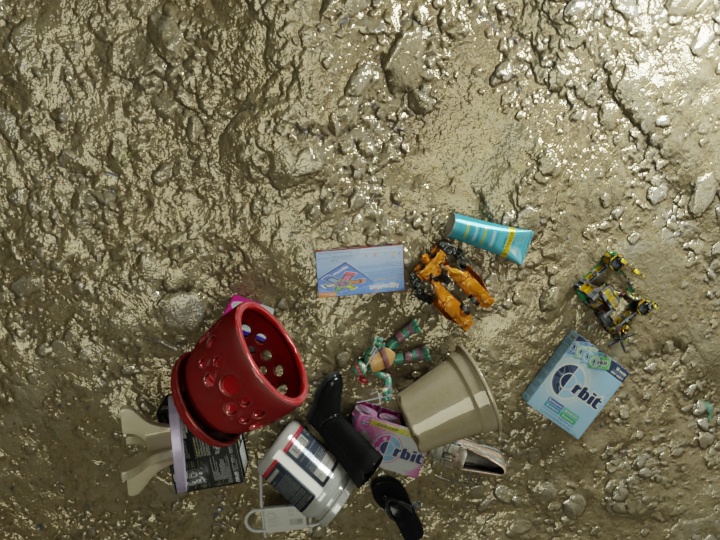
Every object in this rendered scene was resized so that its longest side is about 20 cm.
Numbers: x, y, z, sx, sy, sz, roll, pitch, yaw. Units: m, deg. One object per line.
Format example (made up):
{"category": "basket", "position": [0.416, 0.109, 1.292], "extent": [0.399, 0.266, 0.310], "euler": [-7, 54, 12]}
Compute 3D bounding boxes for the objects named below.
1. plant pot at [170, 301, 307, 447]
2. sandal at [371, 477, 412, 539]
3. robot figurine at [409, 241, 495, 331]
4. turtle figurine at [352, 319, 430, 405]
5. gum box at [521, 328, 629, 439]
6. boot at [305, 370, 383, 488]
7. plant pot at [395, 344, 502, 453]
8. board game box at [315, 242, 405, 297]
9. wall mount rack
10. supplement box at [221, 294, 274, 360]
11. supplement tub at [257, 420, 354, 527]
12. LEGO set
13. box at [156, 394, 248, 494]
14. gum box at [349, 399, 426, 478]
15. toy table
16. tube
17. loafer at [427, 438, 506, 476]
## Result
{"category": "plant pot", "position": [-0.216, 0.184, 0.980], "extent": [0.180, 0.201, 0.203], "euler": [-31, 104, 12]}
{"category": "sandal", "position": [0.098, 0.588, 1.382], "extent": [0.075, 0.043, 0.202], "euler": [-34, 104, 4]}
{"category": "robot figurine", "position": [0.198, 0.032, 1.249], "extent": [0.145, 0.058, 0.200], "euler": [-44, 103, 6]}
{"category": "turtle figurine", "position": [0.053, 0.198, 1.258], "extent": [0.196, 0.101, 0.153], "euler": [-27, 118, -13]}
{"category": "gum box", "position": [0.508, 0.271, 1.337], "extent": [0.168, 0.045, 0.203], "euler": [33, 100, -11]}
{"category": "boot", "position": [-0.026, 0.345, 1.233], "extent": [0.064, 0.200, 0.168], "euler": [-14, 138, -41]}
{"category": "plant pot", "position": [0.180, 0.294, 1.229], "extent": [0.179, 0.201, 0.205], "euler": [-25, 104, -4]}
{"category": "board game box", "position": [0.000, 0.000, 1.246], "extent": [0.193, 0.019, 0.106], "euler": [-4, 102, -3]}
{"category": "wall mount rack", "position": [-0.178, 0.541, 1.339], "extent": [0.193, 0.075, 0.179], "euler": [-4, 107, -4]}
{"category": "supplement box", "position": [-0.246, 0.138, 1.168], "extent": [0.099, 0.200, 0.106], "euler": [19, 103, -8]}
{"category": "supplement tub", "position": [-0.121, 0.453, 1.263], "extent": [0.199, 0.140, 0.141], "euler": [40, 98, 3]}
{"category": "LEGO set", "position": [0.579, 0.068, 1.255], "extent": [0.151, 0.116, 0.203], "euler": [-30, 104, 3]}
{"category": "box", "position": [-0.352, 0.380, 1.276], "extent": [0.158, 0.086, 0.206], "euler": [-9, 104, -2]}
{"category": "gum box", "position": [0.058, 0.392, 1.320], "extent": [0.195, 0.066, 0.116], "euler": [19, 102, -8]}
{"category": "toy table", "position": [-0.418, 0.361, 1.142], "extent": [0.113, 0.183, 0.207], "euler": [-5, 92, -18]}
{"category": "tube", "position": [0.283, -0.074, 1.240], "extent": [0.194, 0.051, 0.079], "euler": [15, 109, -13]}
{"category": "loafer", "position": [0.256, 0.447, 1.350], "extent": [0.194, 0.063, 0.074], "euler": [12, 103, -7]}
